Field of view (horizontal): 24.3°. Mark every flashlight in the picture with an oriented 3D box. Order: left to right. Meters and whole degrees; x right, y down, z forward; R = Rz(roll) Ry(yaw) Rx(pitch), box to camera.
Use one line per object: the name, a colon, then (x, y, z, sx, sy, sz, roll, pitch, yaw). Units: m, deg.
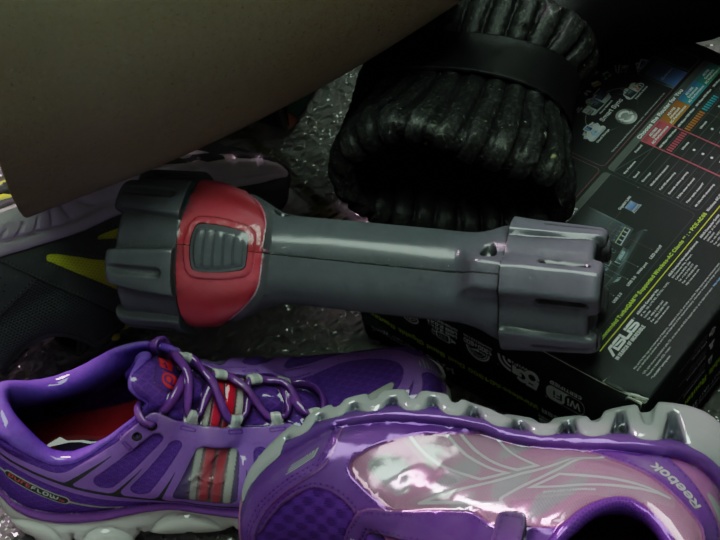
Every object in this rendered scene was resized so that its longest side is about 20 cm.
flashlight: (0.000, 0.000, 0.676, 0.198, 0.068, 0.068, 6, 43, 11)

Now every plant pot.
plant pot: (-0.059, -0.136, 0.669, 0.198, 0.188, 0.188, -13, 48, -5)

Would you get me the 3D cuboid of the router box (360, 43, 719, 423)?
router box: (0.114, -0.020, 0.753, 0.149, 0.062, 0.200, 28, 58, 28)

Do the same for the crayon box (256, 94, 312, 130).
crayon box: (-0.055, -0.172, 0.918, 0.126, 0.051, 0.201, 15, 53, 20)

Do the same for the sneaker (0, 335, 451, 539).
sneaker: (-0.060, 0.064, 0.690, 0.198, 0.084, 0.081, -10, 48, -2)

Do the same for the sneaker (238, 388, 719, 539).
sneaker: (0.049, 0.100, 0.633, 0.198, 0.081, 0.089, -2, 31, 6)

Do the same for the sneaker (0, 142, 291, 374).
sneaker: (-0.119, -0.009, 0.776, 0.199, 0.086, 0.074, -16, 20, -33)

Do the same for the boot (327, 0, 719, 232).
boot: (0.094, -0.090, 0.719, 0.209, 0.080, 0.159, -10, 40, 15)
